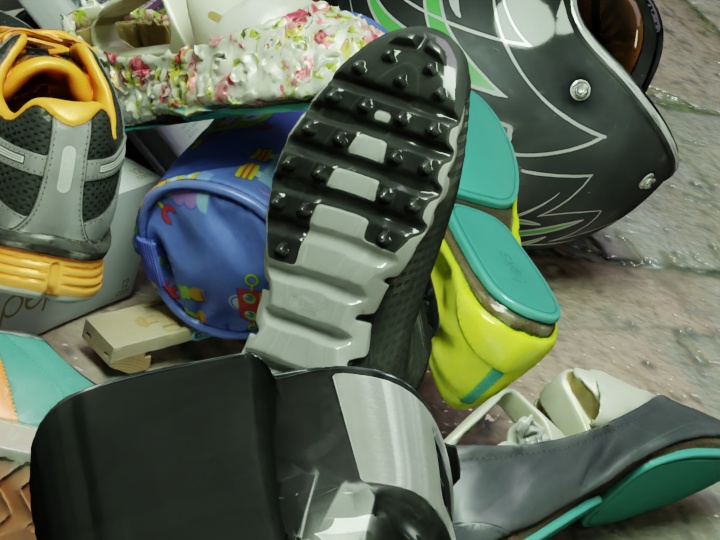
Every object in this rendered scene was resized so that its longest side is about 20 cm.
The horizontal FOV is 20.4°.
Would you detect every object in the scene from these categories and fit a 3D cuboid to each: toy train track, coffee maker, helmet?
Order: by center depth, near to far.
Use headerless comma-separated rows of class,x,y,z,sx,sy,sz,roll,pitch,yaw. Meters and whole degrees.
coffee maker,-0.046,0.119,0.570,0.192,0.135,0.200,9,26,-18
toy train track,-0.037,0.019,0.905,0.200,0.033,0.115,-14,43,-39
helmet,0.073,-0.107,1.047,0.200,0.191,0.200,11,-20,4

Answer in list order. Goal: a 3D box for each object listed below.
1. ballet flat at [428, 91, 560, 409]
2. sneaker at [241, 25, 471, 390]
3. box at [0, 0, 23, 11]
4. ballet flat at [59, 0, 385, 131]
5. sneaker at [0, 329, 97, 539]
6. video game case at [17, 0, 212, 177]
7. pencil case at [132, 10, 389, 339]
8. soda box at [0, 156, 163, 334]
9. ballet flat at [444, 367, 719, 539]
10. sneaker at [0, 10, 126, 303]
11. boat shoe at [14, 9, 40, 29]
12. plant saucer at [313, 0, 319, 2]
ballet flat,0.038,-0.012,0.885,0.067,0.067,0.200,19,30,-21
sneaker,0.000,0.000,0.787,0.066,0.200,0.090,21,11,17
box,-0.273,-0.156,0.969,0.136,0.038,0.200,-1,-6,45
ballet flat,-0.067,-0.094,0.839,0.200,0.064,0.076,-2,20,46
sneaker,-0.156,0.052,0.713,0.200,0.071,0.080,23,22,-5
video game case,-0.091,-0.110,1.020,0.182,0.023,0.200,52,22,-10
pencil case,-0.038,-0.048,0.902,0.087,0.078,0.200,-4,28,19
soda box,-0.169,-0.006,0.820,0.068,0.064,0.200,29,27,21
ballet flat,0.085,0.075,0.817,0.200,0.073,0.073,-13,40,-45
sneaker,-0.131,-0.065,0.803,0.078,0.077,0.200,6,27,-24
boat shoe,-0.149,-0.099,0.990,0.066,0.070,0.200,58,26,-3
plant saucer,-0.082,-0.185,1.157,0.037,0.200,0.200,-42,53,-11
